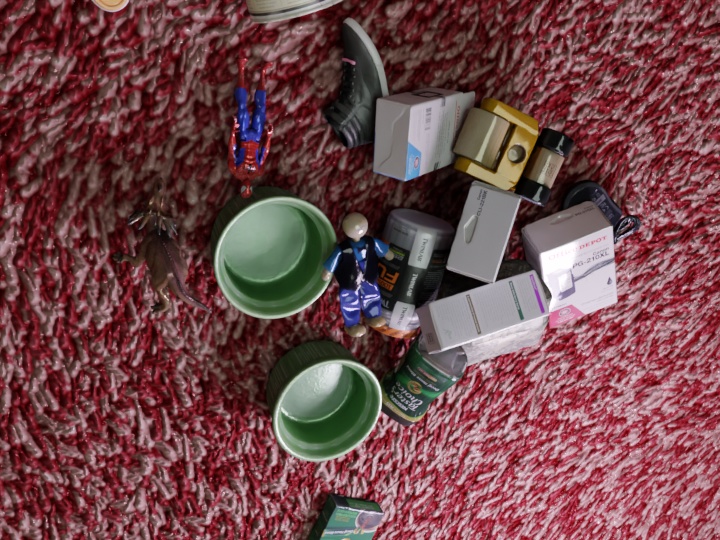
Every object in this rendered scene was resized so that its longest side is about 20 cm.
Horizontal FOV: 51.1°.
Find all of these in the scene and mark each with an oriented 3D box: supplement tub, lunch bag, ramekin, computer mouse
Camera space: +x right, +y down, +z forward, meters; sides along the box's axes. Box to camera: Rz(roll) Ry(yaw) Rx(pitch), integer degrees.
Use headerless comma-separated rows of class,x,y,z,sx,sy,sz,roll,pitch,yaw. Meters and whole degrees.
supplement tub,0.080,0.006,1.295,0.121,0.123,0.202,7,109,-25
lunch bag,0.237,0.091,1.390,0.197,0.140,0.169,-14,130,-14
ramekin,-0.071,0.224,1.331,0.197,0.098,0.203,-9,115,-19
ramekin,-0.143,-0.035,1.196,0.197,0.098,0.203,-9,115,-19
computer mouse,0.439,-0.106,1.441,0.138,0.053,0.200,-41,128,12

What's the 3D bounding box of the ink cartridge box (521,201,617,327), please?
ink cartridge box,0.393,-0.009,1.410,0.143,0.085,0.201,-21,130,0

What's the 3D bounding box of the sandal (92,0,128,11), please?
sandal,-0.358,-0.428,0.954,0.079,0.059,0.208,-35,121,-5

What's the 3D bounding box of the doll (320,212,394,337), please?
doll,0.000,0.000,1.202,0.135,0.048,0.202,-22,121,-25

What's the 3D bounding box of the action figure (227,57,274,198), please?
action figure,-0.164,-0.209,1.119,0.065,0.052,0.203,0,102,-28

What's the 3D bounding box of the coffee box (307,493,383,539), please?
coffee box,-0.045,0.555,1.527,0.122,0.044,0.202,19,104,-29

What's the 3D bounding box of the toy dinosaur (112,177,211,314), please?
toy dinosaur,-0.289,-0.022,1.112,0.085,0.201,0.136,-25,164,-38

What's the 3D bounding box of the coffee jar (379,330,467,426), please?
coffee jar,0.103,0.198,1.358,0.104,0.086,0.201,33,135,0

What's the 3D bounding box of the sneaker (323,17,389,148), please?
sneaker,-0.015,-0.277,1.159,0.098,0.071,0.202,-29,124,-15

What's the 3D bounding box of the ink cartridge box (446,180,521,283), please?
ink cartridge box,0.204,-0.063,1.255,0.083,0.200,0.146,18,96,9

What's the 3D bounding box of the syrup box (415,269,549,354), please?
syrup box,0.200,0.068,1.238,0.198,0.079,0.082,-15,84,-14

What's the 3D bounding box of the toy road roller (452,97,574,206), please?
toy road roller,0.243,-0.197,1.269,0.198,0.146,0.124,22,96,-16

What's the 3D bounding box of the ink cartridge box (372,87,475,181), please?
ink cartridge box,0.104,-0.225,1.207,0.199,0.066,0.117,-26,126,-49

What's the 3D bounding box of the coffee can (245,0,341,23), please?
coffee can,-0.107,-0.452,1.000,0.145,0.146,0.202,-22,119,-13
